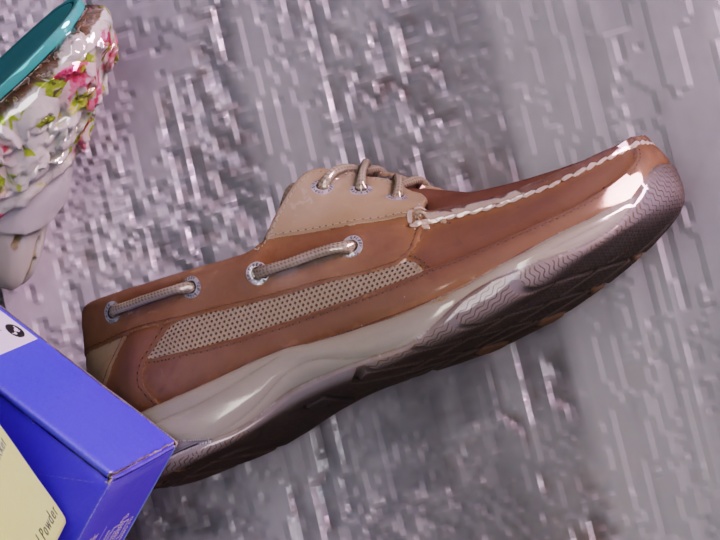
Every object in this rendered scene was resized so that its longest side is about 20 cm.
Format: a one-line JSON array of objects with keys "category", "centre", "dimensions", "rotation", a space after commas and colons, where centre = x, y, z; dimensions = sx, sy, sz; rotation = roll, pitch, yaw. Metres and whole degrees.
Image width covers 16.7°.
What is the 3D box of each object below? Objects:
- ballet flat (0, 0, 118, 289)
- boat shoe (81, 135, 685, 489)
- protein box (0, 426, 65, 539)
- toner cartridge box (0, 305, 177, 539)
[{"category": "ballet flat", "centre": [-0.144, -0.009, 0.795], "dimensions": [0.200, 0.076, 0.064], "rotation": [-36, 109, 13]}, {"category": "boat shoe", "centre": [0.000, 0.000, 0.748], "dimensions": [0.199, 0.076, 0.072], "rotation": [-24, 79, 9]}, {"category": "protein box", "centre": [-0.225, 0.059, 0.647], "dimensions": [0.198, 0.135, 0.200], "rotation": [-20, 116, 24]}, {"category": "toner cartridge box", "centre": [-0.144, 0.108, 0.759], "dimensions": [0.095, 0.043, 0.200], "rotation": [37, 113, 14]}]
